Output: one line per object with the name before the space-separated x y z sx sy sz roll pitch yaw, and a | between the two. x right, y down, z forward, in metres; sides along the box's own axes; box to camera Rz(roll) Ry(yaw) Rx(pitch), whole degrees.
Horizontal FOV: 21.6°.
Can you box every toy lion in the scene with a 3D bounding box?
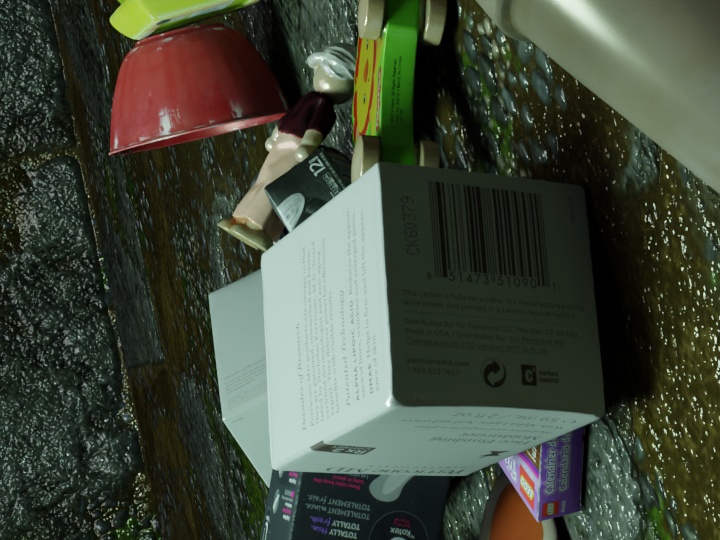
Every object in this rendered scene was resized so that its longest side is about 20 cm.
toy lion | 0.019 -0.138 1.522 0.192 0.068 0.202 127 146 -75

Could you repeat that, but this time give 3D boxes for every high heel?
high heel | 0.136 0.258 1.467 0.096 0.067 0.202 41 -136 -64

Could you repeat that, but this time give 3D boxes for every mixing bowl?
mixing bowl | -0.175 -0.193 1.957 0.200 0.198 0.109 174 83 -74

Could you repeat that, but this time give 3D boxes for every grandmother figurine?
grandmother figurine | -0.055 -0.114 1.684 0.201 0.060 0.121 -60 30 -4

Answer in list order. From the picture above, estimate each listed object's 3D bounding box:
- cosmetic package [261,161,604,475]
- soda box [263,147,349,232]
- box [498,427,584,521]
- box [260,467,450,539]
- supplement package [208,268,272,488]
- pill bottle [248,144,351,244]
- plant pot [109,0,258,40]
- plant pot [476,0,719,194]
cosmetic package | 0.044 0.041 1.302 0.200 0.163 0.167 144 126 -59
soda box | 0.000 0.000 1.580 0.201 0.063 0.071 55 176 9
box | 0.113 0.074 1.430 0.200 0.039 0.138 -124 27 -54
box | 0.002 0.139 1.461 0.106 0.121 0.202 169 112 -75
supplement package | -0.064 0.095 1.799 0.117 0.117 0.201 58 -170 -34
pill bottle | -0.025 -0.014 1.723 0.201 0.111 0.112 -116 21 -44
plant pot | -0.179 -0.345 1.898 0.200 0.198 0.183 174 78 -74
plant pot | 0.170 -0.132 0.868 0.174 0.199 0.200 55 158 15
